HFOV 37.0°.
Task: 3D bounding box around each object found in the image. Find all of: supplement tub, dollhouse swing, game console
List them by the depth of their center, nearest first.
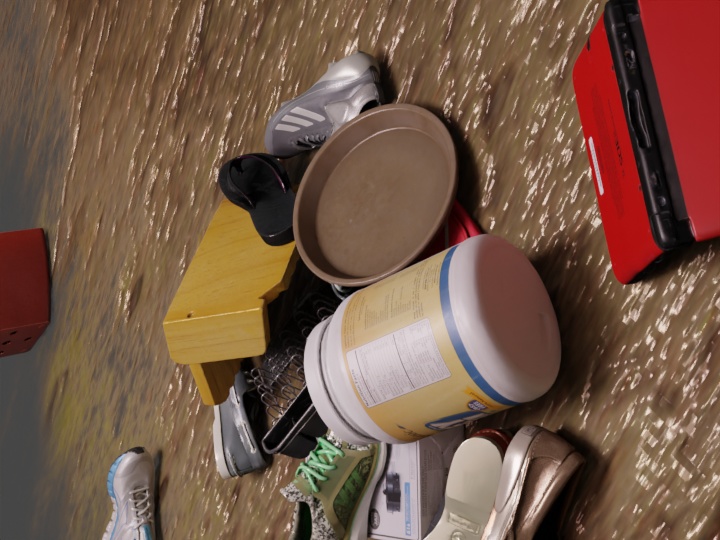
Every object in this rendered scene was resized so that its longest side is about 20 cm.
[{"bbox_3d":[0.255,-0.111,0.836,0.173,0.117,0.203,104,158,-73],"label":"game console"},{"bbox_3d":[0.061,0.069,0.953,0.198,0.144,0.147,-26,66,35],"label":"supplement tub"},{"bbox_3d":[-0.114,0.042,1.246,0.179,0.177,0.202,-9,40,26],"label":"dollhouse swing"}]

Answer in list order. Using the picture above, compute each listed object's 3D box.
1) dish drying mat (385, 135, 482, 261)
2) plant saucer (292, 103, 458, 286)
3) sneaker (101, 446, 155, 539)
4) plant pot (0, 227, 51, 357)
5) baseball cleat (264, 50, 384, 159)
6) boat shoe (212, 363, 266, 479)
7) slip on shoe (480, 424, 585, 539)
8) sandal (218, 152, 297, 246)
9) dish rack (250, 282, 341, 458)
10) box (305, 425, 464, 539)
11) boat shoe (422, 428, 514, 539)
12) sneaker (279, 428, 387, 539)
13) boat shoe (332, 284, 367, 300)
[{"bbox_3d":[0.060,-0.065,1.102,0.201,0.018,0.077,56,131,40],"label":"dish drying mat"},{"bbox_3d":[0.017,-0.075,1.093,0.198,0.029,0.203,-16,59,29],"label":"plant saucer"},{"bbox_3d":[-0.322,0.355,1.568,0.086,0.074,0.203,28,118,44],"label":"sneaker"},{"bbox_3d":[-0.679,0.057,1.987,0.200,0.198,0.178,-40,68,44],"label":"plant pot"},{"bbox_3d":[-0.044,-0.159,1.212,0.200,0.069,0.108,-40,56,46],"label":"baseball cleat"},{"bbox_3d":[-0.152,0.160,1.362,0.061,0.073,0.203,-10,66,9],"label":"boat shoe"},{"bbox_3d":[0.144,0.236,0.926,0.060,0.076,0.203,21,100,35],"label":"slip on shoe"},{"bbox_3d":[-0.113,-0.097,1.220,0.075,0.048,0.200,-34,37,-7],"label":"sandal"},{"bbox_3d":[-0.060,0.097,1.170,0.154,0.054,0.200,-50,33,11],"label":"dish rack"},{"bbox_3d":[0.021,0.212,1.099,0.199,0.059,0.119,-8,81,54],"label":"box"},{"bbox_3d":[0.094,0.239,0.980,0.070,0.062,0.203,21,101,22],"label":"boat shoe"},{"bbox_3d":[-0.033,0.203,1.048,0.076,0.088,0.203,15,99,53],"label":"sneaker"},{"bbox_3d":[0.000,0.000,1.130,0.201,0.061,0.073,54,128,41],"label":"boat shoe"}]
